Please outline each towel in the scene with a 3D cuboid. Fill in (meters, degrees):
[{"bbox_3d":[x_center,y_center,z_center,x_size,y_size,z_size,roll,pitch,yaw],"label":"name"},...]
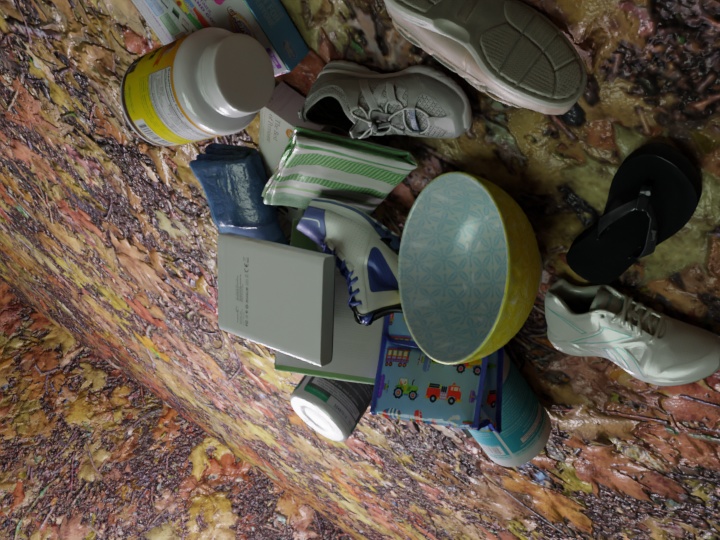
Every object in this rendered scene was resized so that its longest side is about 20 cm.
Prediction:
[{"bbox_3d":[-0.030,-0.106,0.801,0.148,0.024,0.200,9,163,-16],"label":"towel"},{"bbox_3d":[-0.158,-0.070,0.929,0.109,0.049,0.204,9,127,34],"label":"towel"}]

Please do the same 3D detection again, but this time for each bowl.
[{"bbox_3d":[0.135,-0.001,0.740,0.105,0.206,0.199,3,167,-28],"label":"bowl"}]

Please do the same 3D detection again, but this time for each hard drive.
[{"bbox_3d":[-0.113,0.032,0.871,0.197,0.026,0.136,13,106,39],"label":"hard drive"}]

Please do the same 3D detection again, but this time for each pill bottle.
[{"bbox_3d":[-0.182,-0.203,0.756,0.197,0.110,0.110,3,137,47],"label":"pill bottle"},{"bbox_3d":[0.183,0.176,0.964,0.109,0.111,0.201,-3,131,51],"label":"pill bottle"},{"bbox_3d":[-0.014,0.156,1.072,0.111,0.201,0.114,28,151,17],"label":"pill bottle"}]

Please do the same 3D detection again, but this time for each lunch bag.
[{"bbox_3d":[0.107,0.094,0.869,0.147,0.206,0.094,0,167,31],"label":"lunch bag"}]

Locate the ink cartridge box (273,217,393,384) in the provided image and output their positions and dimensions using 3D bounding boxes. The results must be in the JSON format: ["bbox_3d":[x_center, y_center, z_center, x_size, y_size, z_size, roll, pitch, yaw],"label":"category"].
[{"bbox_3d":[-0.034,0.042,0.911,0.141,0.206,0.048,7,178,4],"label":"ink cartridge box"}]

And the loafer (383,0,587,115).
[{"bbox_3d":[0.103,-0.194,0.577,0.199,0.072,0.063,38,170,14],"label":"loafer"}]

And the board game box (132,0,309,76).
[{"bbox_3d":[-0.167,-0.285,0.778,0.197,0.041,0.154,3,136,48],"label":"board game box"}]

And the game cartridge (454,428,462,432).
[{"bbox_3d":[0.141,0.221,1.165,0.196,0.039,0.132,18,142,33],"label":"game cartridge"}]

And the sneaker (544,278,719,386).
[{"bbox_3d":[0.283,0.063,0.723,0.197,0.071,0.081,12,141,41],"label":"sneaker"}]

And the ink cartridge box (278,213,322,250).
[{"bbox_3d":[-0.079,-0.008,1.032,0.197,0.084,0.147,28,149,20],"label":"ink cartridge box"}]

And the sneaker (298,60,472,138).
[{"bbox_3d":[0.023,-0.158,0.693,0.196,0.083,0.076,16,146,36],"label":"sneaker"}]

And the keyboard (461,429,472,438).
[{"bbox_3d":[0.102,0.172,1.036,0.039,0.104,0.201,-38,90,18],"label":"keyboard"}]

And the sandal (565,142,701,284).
[{"bbox_3d":[0.253,-0.038,0.638,0.075,0.043,0.202,31,151,13],"label":"sandal"}]

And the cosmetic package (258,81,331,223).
[{"bbox_3d":[-0.091,-0.143,0.887,0.082,0.051,0.201,33,152,8],"label":"cosmetic package"}]

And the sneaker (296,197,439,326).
[{"bbox_3d":[0.001,0.000,0.835,0.196,0.117,0.081,27,165,2],"label":"sneaker"}]
